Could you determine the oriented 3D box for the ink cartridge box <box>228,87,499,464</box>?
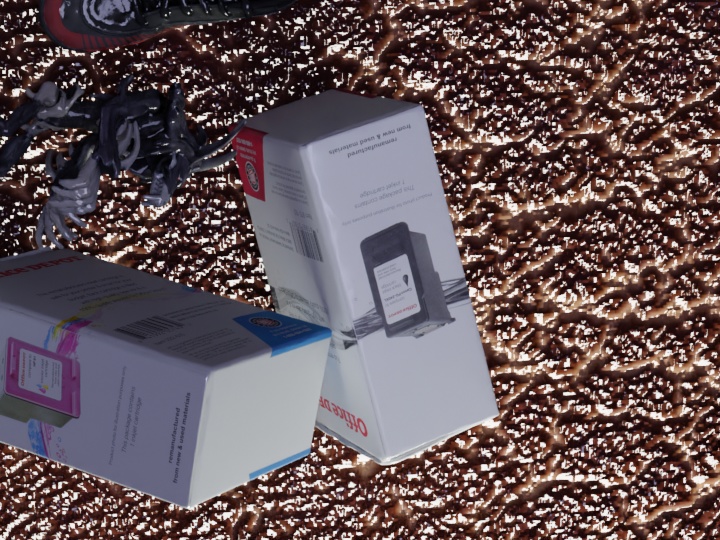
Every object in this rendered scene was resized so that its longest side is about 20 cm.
[{"bbox_3d":[0.000,0.000,1.275,0.083,0.145,0.201,-20,106,-18],"label":"ink cartridge box"}]

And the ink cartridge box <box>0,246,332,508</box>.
[{"bbox_3d":[-0.140,0.056,1.214,0.199,0.144,0.085,17,105,25],"label":"ink cartridge box"}]

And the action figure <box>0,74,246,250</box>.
[{"bbox_3d":[-0.173,-0.067,1.245,0.199,0.119,0.103,10,67,-7],"label":"action figure"}]

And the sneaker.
[{"bbox_3d":[-0.097,-0.180,1.245,0.199,0.098,0.071,-19,107,-7],"label":"sneaker"}]
